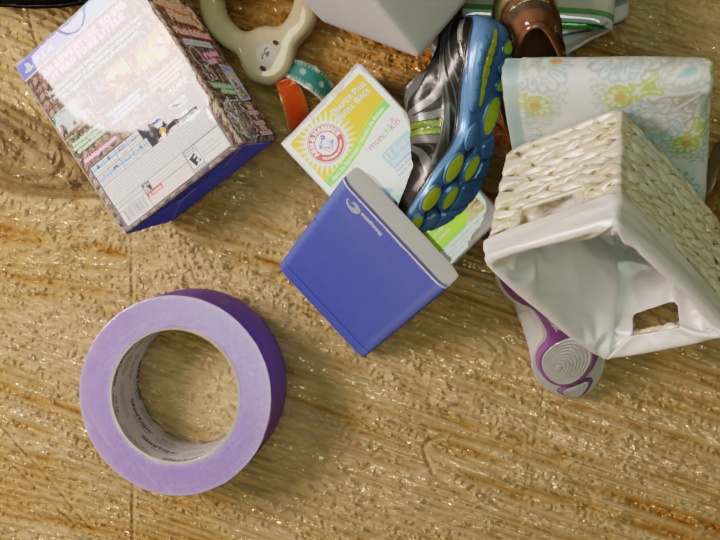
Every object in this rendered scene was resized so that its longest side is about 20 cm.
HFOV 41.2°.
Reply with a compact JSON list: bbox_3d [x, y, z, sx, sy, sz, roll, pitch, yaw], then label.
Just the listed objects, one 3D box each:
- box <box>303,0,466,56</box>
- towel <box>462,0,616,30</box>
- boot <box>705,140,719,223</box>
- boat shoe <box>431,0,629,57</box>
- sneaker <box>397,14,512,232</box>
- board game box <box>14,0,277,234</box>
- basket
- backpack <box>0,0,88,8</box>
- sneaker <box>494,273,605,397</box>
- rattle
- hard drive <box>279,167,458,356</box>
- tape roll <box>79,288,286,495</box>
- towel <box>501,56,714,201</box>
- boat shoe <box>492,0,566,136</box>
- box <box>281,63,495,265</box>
[{"bbox_3d":[0.020,-0.332,0.842,0.199,0.200,0.171,-50,126,-2],"label":"box"},{"bbox_3d":[0.172,-0.321,0.919,0.151,0.023,0.202,3,70,5],"label":"towel"},{"bbox_3d":[0.387,-0.060,0.930,0.200,0.071,0.145,-36,95,12],"label":"boot"},{"bbox_3d":[0.168,-0.222,0.945,0.198,0.074,0.066,-14,123,1],"label":"boat shoe"},{"bbox_3d":[0.075,-0.129,0.859,0.082,0.070,0.202,28,108,41],"label":"sneaker"},{"bbox_3d":[-0.210,-0.167,0.952,0.159,0.097,0.201,-33,90,19],"label":"board game box"},{"bbox_3d":[0.218,-0.027,0.828,0.135,0.199,0.124,-17,50,41],"label":"basket"},{"bbox_3d":[-0.321,-0.326,0.930,0.198,0.178,0.152,6,99,2],"label":"backpack"},{"bbox_3d":[0.192,0.034,0.949,0.074,0.100,0.201,-16,116,19],"label":"sneaker"},{"bbox_3d":[-0.092,-0.244,0.932,0.129,0.143,0.202,-13,86,-10],"label":"rattle"},{"bbox_3d":[0.000,0.000,0.916,0.132,0.200,0.025,47,59,2],"label":"hard drive"},{"bbox_3d":[-0.180,0.122,0.988,0.198,0.085,0.202,0,94,6],"label":"tape roll"},{"bbox_3d":[0.220,-0.115,0.849,0.169,0.200,0.049,1,59,18],"label":"towel"},{"bbox_3d":[0.163,-0.168,0.891,0.071,0.068,0.201,-12,136,7],"label":"boat shoe"},{"bbox_3d":[0.032,-0.089,0.943,0.112,0.101,0.200,-43,89,6],"label":"box"}]
